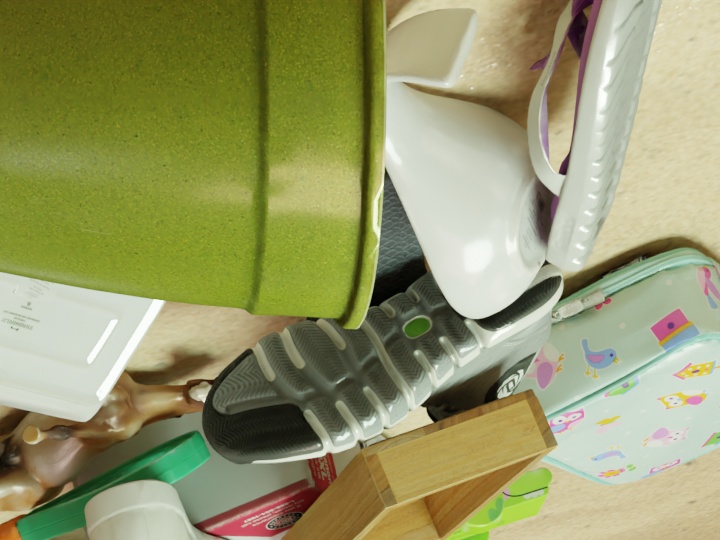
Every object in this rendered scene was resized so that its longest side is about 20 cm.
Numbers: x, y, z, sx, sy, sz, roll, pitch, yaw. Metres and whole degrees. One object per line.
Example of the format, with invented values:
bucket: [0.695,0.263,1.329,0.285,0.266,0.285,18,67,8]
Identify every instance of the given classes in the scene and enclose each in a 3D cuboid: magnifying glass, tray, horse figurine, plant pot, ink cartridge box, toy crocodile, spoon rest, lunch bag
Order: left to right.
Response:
tray: [-0.163,0.018,1.063,0.200,0.022,0.108,20,105,-53]
horse figurine: [-0.174,0.098,1.232,0.200,0.050,0.132,-33,165,18]
magnifying glass: [-0.170,0.137,1.273,0.200,0.022,0.080,-28,-177,24]
plant pot: [-0.099,-0.078,0.801,0.192,0.201,0.200,-1,153,-7]
ink cartridge box: [-0.062,0.145,1.372,0.145,0.084,0.200,-24,153,13]
tray: [0.025,0.121,1.216,0.098,0.037,0.200,-18,166,-21]
toy crocodile: [0.035,0.169,1.528,0.200,0.062,0.068,-17,155,-12]
spoon rest: [0.046,-0.052,1.058,0.060,0.100,0.200,11,153,24]
lunch bag: [0.166,0.063,1.365,0.160,0.077,0.200,-26,154,19]

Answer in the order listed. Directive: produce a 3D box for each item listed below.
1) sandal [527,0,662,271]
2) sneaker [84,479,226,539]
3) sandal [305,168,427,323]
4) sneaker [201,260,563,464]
sandal: [0.097,-0.076,1.029,0.050,0.083,0.203,18,137,12]
sneaker: [-0.100,0.187,1.245,0.073,0.085,0.200,-21,153,6]
sandal: [0.001,0.000,1.181,0.076,0.043,0.200,-18,146,-16]
sneaker: [0.019,0.064,1.177,0.200,0.075,0.116,-25,150,-7]
